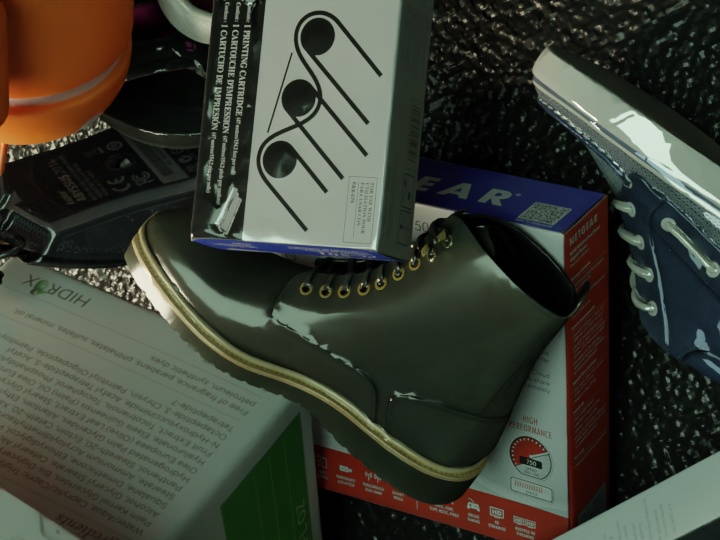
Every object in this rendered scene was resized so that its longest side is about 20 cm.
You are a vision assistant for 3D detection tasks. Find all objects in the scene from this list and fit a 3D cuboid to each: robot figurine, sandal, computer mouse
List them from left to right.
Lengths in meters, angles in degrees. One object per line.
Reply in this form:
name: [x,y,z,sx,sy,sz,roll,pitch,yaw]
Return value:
robot figurine: [-0.166,-0.146,1.008,0.144,0.116,0.201,52,151,36]
computer mouse: [-0.144,-0.033,1.106,0.139,0.199,0.053,-129,27,-51]
sandal: [-0.125,-0.117,1.106,0.200,0.075,0.048,23,148,35]

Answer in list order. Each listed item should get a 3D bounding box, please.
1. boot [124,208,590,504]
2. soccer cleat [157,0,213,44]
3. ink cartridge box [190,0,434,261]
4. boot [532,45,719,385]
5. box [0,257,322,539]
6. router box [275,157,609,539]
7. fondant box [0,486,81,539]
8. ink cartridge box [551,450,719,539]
boot: [0.000,0.000,0.969,0.199,0.078,0.139,33,126,0]
soccer cleat: [-0.088,-0.207,1.017,0.086,0.069,0.201,30,141,68]
ink cartridge box: [-0.018,-0.108,0.931,0.093,0.044,0.202,4,86,22]
boot: [0.145,-0.018,0.986,0.200,0.073,0.091,39,108,18]
box: [-0.141,0.140,1.074,0.199,0.171,0.200,21,137,26]
router box: [0.026,0.034,1.042,0.199,0.049,0.181,12,121,30]
fondant box: [-0.179,0.179,0.959,0.144,0.058,0.201,31,138,13]
ink cartridge box: [0.155,0.143,0.992,0.199,0.099,0.039,-32,42,30]
